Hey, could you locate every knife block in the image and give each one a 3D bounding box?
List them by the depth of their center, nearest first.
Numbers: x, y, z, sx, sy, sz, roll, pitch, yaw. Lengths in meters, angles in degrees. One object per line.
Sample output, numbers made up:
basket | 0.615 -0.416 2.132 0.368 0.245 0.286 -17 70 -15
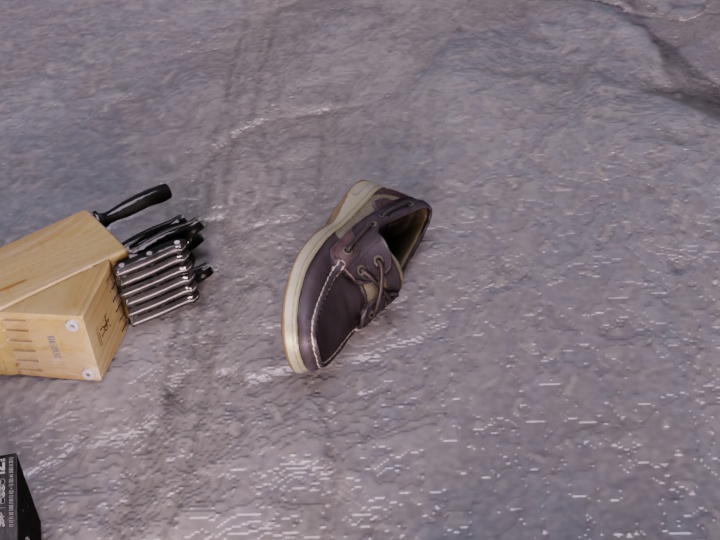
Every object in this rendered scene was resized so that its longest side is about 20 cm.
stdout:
knife block | -0.217 0.000 1.078 0.200 0.064 0.176 2 39 12

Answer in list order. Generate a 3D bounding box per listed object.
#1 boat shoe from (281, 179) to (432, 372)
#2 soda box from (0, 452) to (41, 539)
boat shoe | 0.000 0.000 1.038 0.065 0.072 0.200 3 34 21
soda box | -0.219 0.202 0.821 0.063 0.071 0.200 -10 39 -5
